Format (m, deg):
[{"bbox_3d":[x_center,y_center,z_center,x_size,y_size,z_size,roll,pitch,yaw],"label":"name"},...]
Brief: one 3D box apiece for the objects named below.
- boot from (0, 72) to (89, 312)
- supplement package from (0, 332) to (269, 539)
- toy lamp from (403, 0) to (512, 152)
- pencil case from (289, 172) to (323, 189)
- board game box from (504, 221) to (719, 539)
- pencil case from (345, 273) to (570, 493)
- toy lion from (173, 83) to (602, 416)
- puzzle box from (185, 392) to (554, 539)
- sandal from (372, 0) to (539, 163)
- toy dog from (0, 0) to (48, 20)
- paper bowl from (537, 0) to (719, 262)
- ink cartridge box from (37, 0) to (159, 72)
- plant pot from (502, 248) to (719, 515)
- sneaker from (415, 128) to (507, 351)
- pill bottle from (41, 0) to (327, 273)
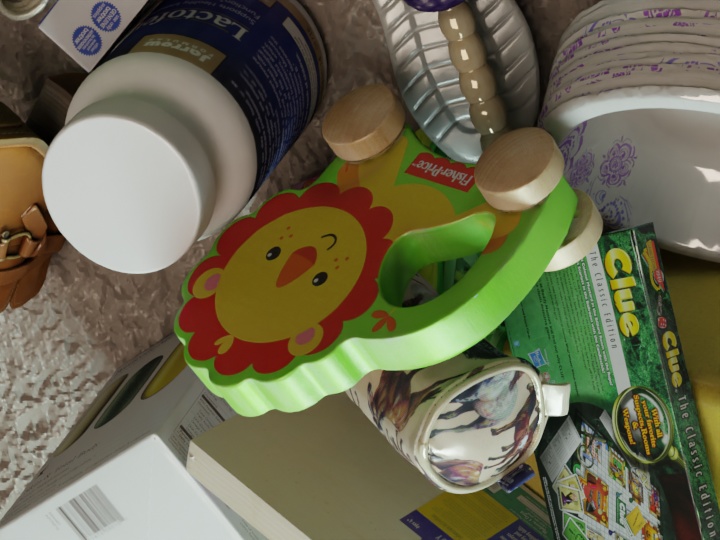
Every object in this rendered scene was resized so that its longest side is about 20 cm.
[{"bbox_3d":[-0.240,-0.042,1.412,0.077,0.199,0.156,39,119,23],"label":"boot"},{"bbox_3d":[-0.096,0.136,1.447,0.151,0.200,0.151,-32,103,31],"label":"supplement package"},{"bbox_3d":[0.076,-0.075,1.302,0.058,0.058,0.201,-14,108,25],"label":"toy lamp"},{"bbox_3d":[0.007,0.036,1.427,0.087,0.088,0.201,-22,107,28],"label":"pencil case"},{"bbox_3d":[0.133,0.081,1.233,0.104,0.023,0.202,-10,93,48],"label":"board game box"},{"bbox_3d":[0.030,0.044,1.270,0.089,0.200,0.078,-6,117,-25],"label":"pencil case"},{"bbox_3d":[0.000,0.000,1.229,0.199,0.192,0.069,19,154,47],"label":"toy lion"},{"bbox_3d":[0.016,0.132,1.304,0.200,0.133,0.026,37,133,29],"label":"puzzle box"},{"bbox_3d":[0.044,-0.158,1.333,0.082,0.050,0.204,-24,104,11],"label":"sandal"},{"bbox_3d":[-0.217,-0.228,1.355,0.132,0.096,0.200,39,122,-4],"label":"toy dog"},{"bbox_3d":[0.199,-0.088,1.250,0.199,0.105,0.201,12,159,5],"label":"paper bowl"},{"bbox_3d":[-0.099,-0.208,1.326,0.044,0.094,0.200,40,123,-5],"label":"ink cartridge box"},{"bbox_3d":[0.185,0.093,1.341,0.175,0.200,0.201,15,122,27],"label":"plant pot"},{"bbox_3d":[0.077,0.010,1.371,0.083,0.074,0.202,-10,93,13],"label":"sneaker"},{"bbox_3d":[-0.100,-0.085,1.329,0.115,0.200,0.117,8,120,14],"label":"pill bottle"}]
